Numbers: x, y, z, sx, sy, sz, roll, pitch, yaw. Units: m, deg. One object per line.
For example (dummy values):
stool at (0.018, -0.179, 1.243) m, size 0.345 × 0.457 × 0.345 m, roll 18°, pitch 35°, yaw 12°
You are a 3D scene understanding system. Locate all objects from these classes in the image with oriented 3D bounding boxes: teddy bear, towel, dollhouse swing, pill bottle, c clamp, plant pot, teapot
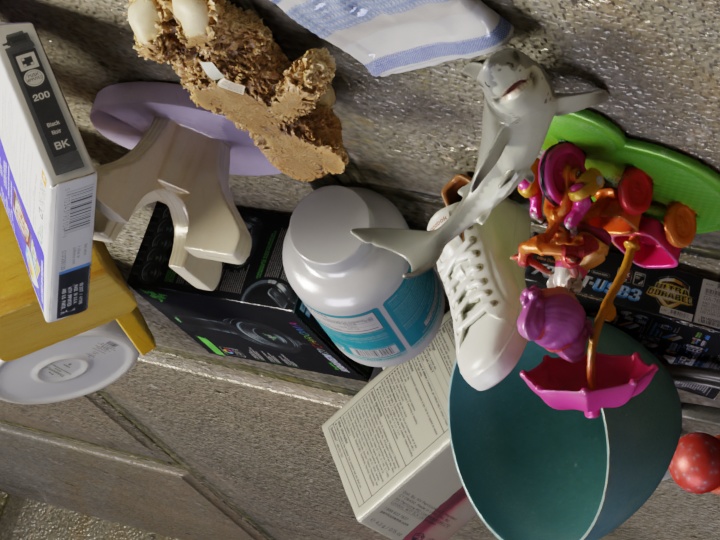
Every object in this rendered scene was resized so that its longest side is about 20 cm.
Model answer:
teddy bear at (-0.081, -0.147, 1.459) m, size 0.199 × 0.067 × 0.145 m, roll 32°, pitch 150°, yaw -19°
towel at (-0.013, -0.186, 1.314) m, size 0.199 × 0.024 × 0.146 m, roll 30°, pitch 159°, yaw -33°
dollhouse swing at (-0.293, 0.000, 1.784) m, size 0.201 × 0.181 × 0.176 m, roll 57°, pitch 161°, yaw 32°
pill bottle at (0.000, 0.000, 1.723) m, size 0.110 × 0.112 × 0.200 m, roll 12°, pitch 161°, yaw 19°
c clamp at (0.282, 0.111, 1.763) m, size 0.169 × 0.027 × 0.200 m, roll 14°, pitch 164°, yaw 10°
plant pot at (0.184, 0.124, 1.665) m, size 0.134 × 0.202 × 0.199 m, roll -7°, pitch 180°, yaw -35°
teapot at (-0.331, 0.040, 2.149) m, size 0.196 × 0.147 × 0.200 m, roll -6°, pitch 154°, yaw -24°

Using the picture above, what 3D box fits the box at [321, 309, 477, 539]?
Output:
box at (0.081, 0.145, 1.890) m, size 0.200 × 0.128 × 0.109 m, roll -42°, pitch 133°, yaw 18°

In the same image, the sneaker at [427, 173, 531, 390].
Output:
sneaker at (0.080, 0.005, 1.540) m, size 0.084 × 0.201 × 0.073 m, roll 35°, pitch 123°, yaw -23°

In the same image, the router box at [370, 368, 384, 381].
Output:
router box at (0.090, 0.110, 2.066) m, size 0.156 × 0.053 × 0.200 m, roll 15°, pitch 162°, yaw 13°

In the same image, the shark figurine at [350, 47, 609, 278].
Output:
shark figurine at (0.081, -0.092, 1.391) m, size 0.090 × 0.127 × 0.215 m, roll 53°, pitch 139°, yaw 24°

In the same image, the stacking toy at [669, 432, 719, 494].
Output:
stacking toy at (0.355, 0.177, 1.859) m, size 0.199 × 0.086 × 0.085 m, roll 11°, pitch 172°, yaw -44°

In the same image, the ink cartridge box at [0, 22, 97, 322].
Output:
ink cartridge box at (-0.257, -0.094, 1.583) m, size 0.043 × 0.201 × 0.199 m, roll -17°, pitch 153°, yaw -19°

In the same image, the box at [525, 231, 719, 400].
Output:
box at (0.226, 0.040, 1.718) m, size 0.197 × 0.050 × 0.200 m, roll 17°, pitch 164°, yaw 5°

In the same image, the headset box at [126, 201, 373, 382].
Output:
headset box at (-0.096, 0.017, 1.904) m, size 0.199 × 0.093 × 0.174 m, roll 10°, pitch 160°, yaw 29°

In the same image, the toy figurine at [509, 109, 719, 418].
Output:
toy figurine at (0.163, 0.007, 1.451) m, size 0.149 × 0.185 × 0.199 m, roll -1°, pitch 154°, yaw 47°

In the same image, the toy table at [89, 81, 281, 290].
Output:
toy table at (-0.150, -0.072, 1.646) m, size 0.199 × 0.118 × 0.183 m, roll 3°, pitch 157°, yaw 43°

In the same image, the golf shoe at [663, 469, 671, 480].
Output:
golf shoe at (0.278, 0.161, 2.001) m, size 0.091 × 0.076 × 0.200 m, roll 0°, pitch 157°, yaw 37°
